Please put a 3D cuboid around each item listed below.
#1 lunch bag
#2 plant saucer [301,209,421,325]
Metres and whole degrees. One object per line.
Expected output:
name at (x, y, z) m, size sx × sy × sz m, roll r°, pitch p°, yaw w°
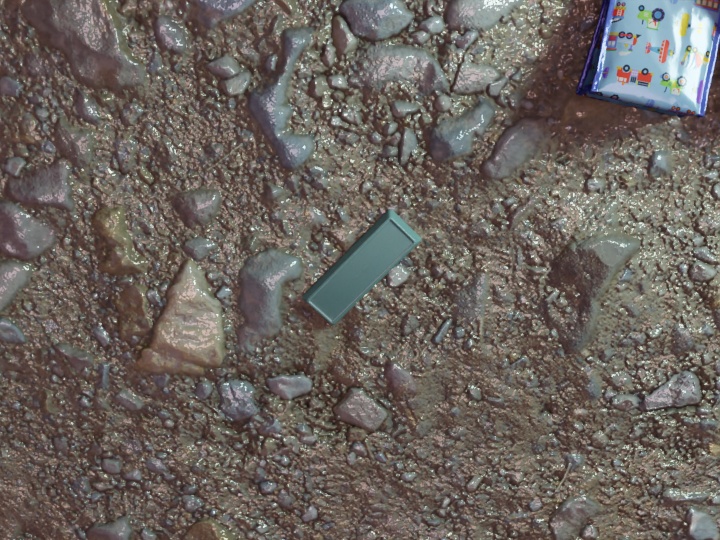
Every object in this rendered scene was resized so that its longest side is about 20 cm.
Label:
lunch bag at (0.387, -0.315, 1.020) m, size 0.149 × 0.094 × 0.202 m, roll 12°, pitch 102°, yaw 0°
plant saucer at (0.000, 0.000, 1.186) m, size 0.070 × 0.019 × 0.200 m, roll 42°, pitch 108°, yaw -12°
